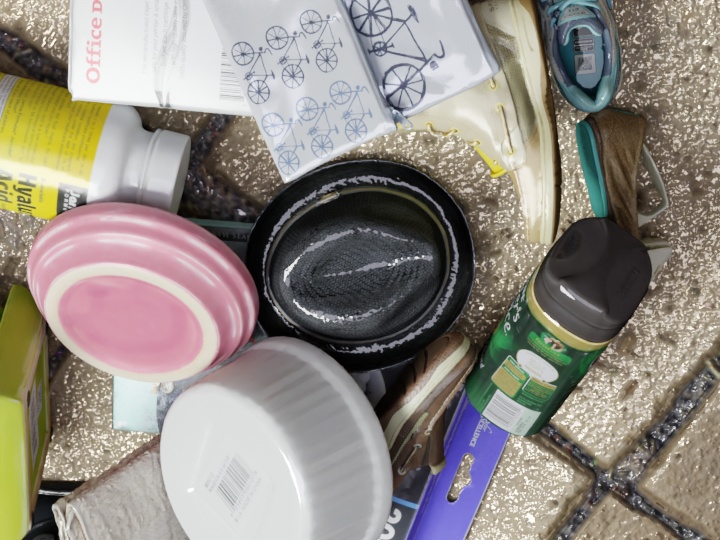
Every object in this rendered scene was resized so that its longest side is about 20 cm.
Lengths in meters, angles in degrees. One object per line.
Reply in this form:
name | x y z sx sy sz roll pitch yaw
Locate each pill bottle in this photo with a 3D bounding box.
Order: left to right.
pill bottle | -0.247 -0.096 1.719 0.198 0.111 0.112 13 110 0

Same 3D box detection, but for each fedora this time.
fedora | 0.000 0.000 1.719 0.199 0.092 0.202 0 95 -1

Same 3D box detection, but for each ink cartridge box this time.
ink cartridge box | -0.133 -0.210 1.684 0.198 0.084 0.146 6 110 3
ink cartridge box | 0.021 0.165 1.822 0.199 0.043 0.199 20 108 -3

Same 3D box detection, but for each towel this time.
towel | -0.177 0.217 1.764 0.034 0.200 0.133 0 113 37

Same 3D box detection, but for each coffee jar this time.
coffee jar | 0.163 0.046 1.692 0.085 0.104 0.200 34 141 3

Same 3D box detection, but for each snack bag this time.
snack bag | -0.009 -0.193 1.604 0.199 0.021 0.190 -23 89 8

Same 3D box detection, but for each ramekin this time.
ramekin | -0.077 0.166 1.717 0.200 0.097 0.202 19 120 38

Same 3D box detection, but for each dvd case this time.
dvd case | -0.147 0.052 1.808 0.145 0.022 0.202 5 109 3

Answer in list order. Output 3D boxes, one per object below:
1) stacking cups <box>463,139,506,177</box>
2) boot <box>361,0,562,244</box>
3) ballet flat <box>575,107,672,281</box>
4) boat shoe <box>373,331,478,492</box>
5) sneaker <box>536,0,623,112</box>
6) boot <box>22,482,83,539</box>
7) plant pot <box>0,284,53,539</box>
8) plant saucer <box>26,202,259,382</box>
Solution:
stacking cups | 0.072 -0.173 1.700 0.060 0.061 0.200 -36 98 15
boot | 0.079 -0.112 1.643 0.154 0.073 0.202 -8 100 7
ballet flat | 0.226 -0.040 1.731 0.072 0.068 0.202 -10 105 -12
boat shoe | 0.046 0.139 1.755 0.075 0.075 0.203 36 118 -8
sneaker | 0.175 -0.222 1.652 0.077 0.086 0.201 -15 107 9
boot | -0.309 0.254 1.813 0.198 0.168 0.077 -4 112 6
plant pot | -0.363 0.125 1.751 0.180 0.200 0.201 3 122 -2
plant saucer | -0.186 0.028 1.719 0.199 0.051 0.201 9 140 7
